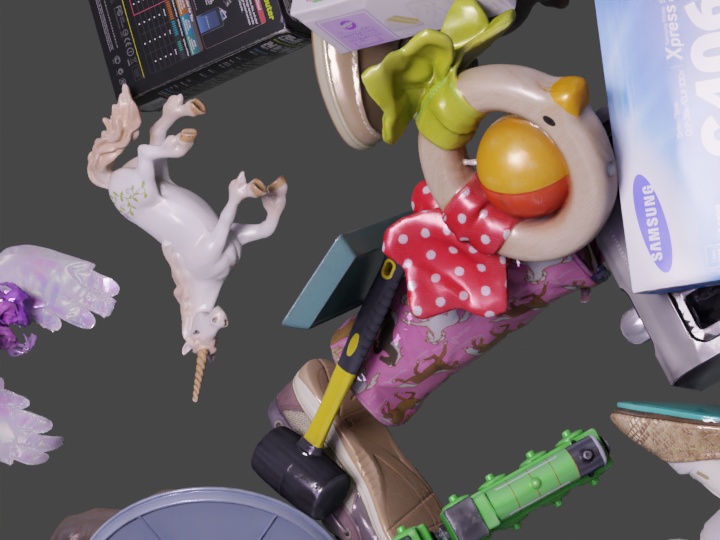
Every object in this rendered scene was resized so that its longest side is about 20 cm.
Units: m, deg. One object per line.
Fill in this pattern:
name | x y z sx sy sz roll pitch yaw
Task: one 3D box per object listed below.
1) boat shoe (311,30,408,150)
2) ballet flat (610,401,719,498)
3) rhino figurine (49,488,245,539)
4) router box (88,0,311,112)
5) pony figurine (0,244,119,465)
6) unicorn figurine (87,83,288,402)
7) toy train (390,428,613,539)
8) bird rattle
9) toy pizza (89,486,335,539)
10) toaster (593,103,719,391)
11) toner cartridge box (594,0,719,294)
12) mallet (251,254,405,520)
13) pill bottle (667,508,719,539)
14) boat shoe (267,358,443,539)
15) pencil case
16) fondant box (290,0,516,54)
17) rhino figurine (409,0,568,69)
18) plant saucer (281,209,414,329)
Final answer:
boat shoe | 0.009 -0.185 1.528 0.065 0.072 0.201 -5 81 27
ballet flat | 0.254 0.116 1.402 0.199 0.070 0.066 -1 92 28
rhino figurine | -0.145 0.205 1.598 0.199 0.060 0.088 -16 80 23
router box | -0.127 -0.234 1.598 0.149 0.062 0.201 -21 80 25
pony figurine | -0.298 0.043 1.624 0.192 0.200 0.167 26 93 8
unicorn figurine | -0.121 -0.031 1.585 0.200 0.074 0.137 50 118 15
toy train | 0.080 0.161 1.451 0.199 0.056 0.042 -29 82 -6
bird rattle | 0.078 -0.058 1.341 0.162 0.113 0.201 7 116 35
toy pizza | -0.101 0.224 1.538 0.199 0.032 0.201 0 124 0
toaster | 0.240 -0.041 1.385 0.199 0.119 0.182 -31 77 22
toner cartridge box | 0.199 -0.091 1.315 0.094 0.043 0.201 -10 85 27
mallet | -0.005 0.077 1.454 0.066 0.041 0.201 43 118 23
pill bottle | 0.199 0.244 1.401 0.112 0.112 0.200 47 108 19
boat shoe | 0.003 0.158 1.526 0.065 0.072 0.201 -40 76 33
pencil case | 0.073 0.023 1.483 0.200 0.083 0.087 -35 91 21
fondant box | 0.041 -0.253 1.441 0.144 0.058 0.201 -10 58 37
rhino figurine | 0.111 -0.203 1.459 0.200 0.087 0.060 -39 74 20
plant saucer | 0.000 0.000 1.458 0.019 0.200 0.070 35 104 8
